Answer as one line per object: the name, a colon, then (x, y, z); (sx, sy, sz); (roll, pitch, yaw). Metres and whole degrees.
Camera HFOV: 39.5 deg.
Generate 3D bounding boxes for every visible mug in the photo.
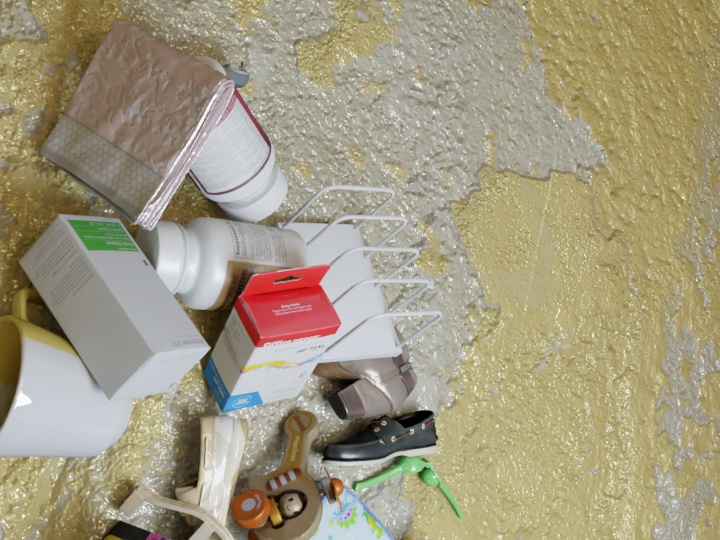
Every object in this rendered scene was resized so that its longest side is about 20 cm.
mug: (-0.333, 0.122, 1.105); (0.153, 0.149, 0.187); (21, 80, -39)

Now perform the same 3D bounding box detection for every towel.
towel: (-0.257, -0.170, 1.132); (0.191, 0.200, 0.032); (-59, 151, 2)

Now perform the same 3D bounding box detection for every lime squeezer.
lime squeezer: (0.085, 0.302, 1.432); (0.200, 0.038, 0.071); (23, 72, -32)

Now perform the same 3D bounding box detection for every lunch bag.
lunch bag: (-0.055, 0.390, 1.298); (0.161, 0.082, 0.200); (50, 61, -19)

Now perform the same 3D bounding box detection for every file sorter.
file sorter: (0.000, 0.000, 1.309); (0.139, 0.125, 0.200); (0, 61, -40)

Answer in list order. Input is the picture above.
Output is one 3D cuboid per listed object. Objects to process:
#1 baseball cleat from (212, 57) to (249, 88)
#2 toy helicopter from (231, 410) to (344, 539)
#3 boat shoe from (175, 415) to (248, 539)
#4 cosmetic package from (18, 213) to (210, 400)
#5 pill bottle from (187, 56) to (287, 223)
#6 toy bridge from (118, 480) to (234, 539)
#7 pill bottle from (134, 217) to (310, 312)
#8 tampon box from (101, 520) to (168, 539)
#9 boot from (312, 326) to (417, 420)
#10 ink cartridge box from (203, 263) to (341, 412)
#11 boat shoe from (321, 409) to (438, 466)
baseball cleat: (-0.235, -0.219, 1.263); (0.200, 0.070, 0.107); (-2, 100, -30)
toy helicopter: (-0.076, 0.258, 1.265); (0.200, 0.132, 0.079); (-81, 159, -46)
boat shoe: (-0.193, 0.274, 1.230); (0.069, 0.074, 0.200); (14, 84, -9)
cosmetic package: (-0.273, 0.039, 1.115); (0.200, 0.085, 0.108); (50, 19, 16)
pill bottle: (-0.172, -0.155, 1.229); (0.110, 0.109, 0.200); (-59, 141, -24)
toy bridge: (-0.194, 0.318, 1.182); (0.200, 0.027, 0.067); (43, 96, 3)
pill bottle: (-0.173, -0.006, 1.241); (0.200, 0.114, 0.115); (7, 81, -34)
tampon box: (-0.228, 0.403, 1.135); (0.126, 0.150, 0.200); (-46, 110, -28)
boot: (-0.002, 0.108, 1.384); (0.146, 0.070, 0.200); (-25, 97, -42)
ink cartridge box: (-0.104, 0.084, 1.228); (0.116, 0.200, 0.067); (-9, 55, -35)
boat shoe: (0.026, 0.231, 1.377); (0.201, 0.074, 0.063); (-4, 92, -41)
